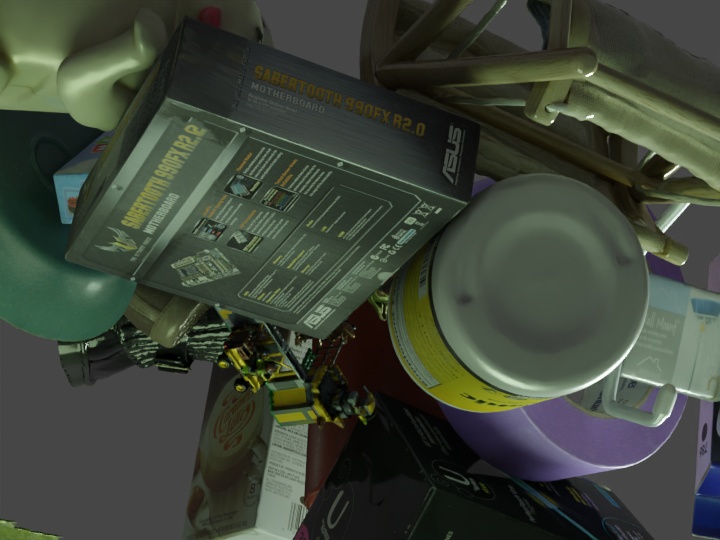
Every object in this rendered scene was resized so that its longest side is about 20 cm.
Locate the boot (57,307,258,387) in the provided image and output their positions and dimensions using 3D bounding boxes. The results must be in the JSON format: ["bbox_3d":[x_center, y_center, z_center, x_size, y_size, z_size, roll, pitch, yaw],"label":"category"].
[{"bbox_3d":[-0.156,0.046,1.464,0.157,0.080,0.211,-6,179,-7],"label":"boot"}]

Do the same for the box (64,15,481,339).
[{"bbox_3d":[-0.051,-0.039,0.957,0.157,0.049,0.200,18,152,-15],"label":"box"}]

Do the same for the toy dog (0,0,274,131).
[{"bbox_3d":[-0.143,-0.123,1.001,0.199,0.140,0.194,10,152,-17],"label":"toy dog"}]

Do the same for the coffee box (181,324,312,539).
[{"bbox_3d":[-0.068,0.128,1.480,0.079,0.201,0.114,23,152,-30],"label":"coffee box"}]

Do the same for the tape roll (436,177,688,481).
[{"bbox_3d":[0.126,0.031,1.192,0.199,0.201,0.065,25,153,-35],"label":"tape roll"}]

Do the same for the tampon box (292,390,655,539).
[{"bbox_3d":[0.080,0.192,1.196,0.199,0.127,0.150,24,-168,-21],"label":"tampon box"}]

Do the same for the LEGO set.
[{"bbox_3d":[0.000,0.000,1.187,0.115,0.200,0.154,-9,121,33],"label":"LEGO set"}]

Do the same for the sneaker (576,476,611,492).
[{"bbox_3d":[0.139,0.226,1.800,0.199,0.077,0.111,1,167,32],"label":"sneaker"}]

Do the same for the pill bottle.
[{"bbox_3d":[0.075,0.019,1.000,0.111,0.112,0.200,11,171,-8],"label":"pill bottle"}]

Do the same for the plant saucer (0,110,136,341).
[{"bbox_3d":[-0.193,-0.056,1.113,0.036,0.201,0.200,-29,141,29],"label":"plant saucer"}]

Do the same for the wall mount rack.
[{"bbox_3d":[0.225,0.017,1.159,0.199,0.175,0.074,15,177,-39],"label":"wall mount rack"}]

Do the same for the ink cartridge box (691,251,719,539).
[{"bbox_3d":[0.284,0.089,1.276,0.099,0.201,0.039,9,160,-5],"label":"ink cartridge box"}]

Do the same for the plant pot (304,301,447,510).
[{"bbox_3d":[0.043,0.088,1.359,0.199,0.196,0.201,7,157,3],"label":"plant pot"}]

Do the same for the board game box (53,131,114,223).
[{"bbox_3d":[-0.060,-0.071,1.103,0.199,0.151,0.037,-1,113,19],"label":"board game box"}]

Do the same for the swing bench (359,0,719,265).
[{"bbox_3d":[0.129,-0.096,0.986,0.198,0.131,0.200,21,154,-29],"label":"swing bench"}]

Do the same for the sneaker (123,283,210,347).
[{"bbox_3d":[-0.116,-0.015,1.268,0.075,0.200,0.071,37,110,1],"label":"sneaker"}]
